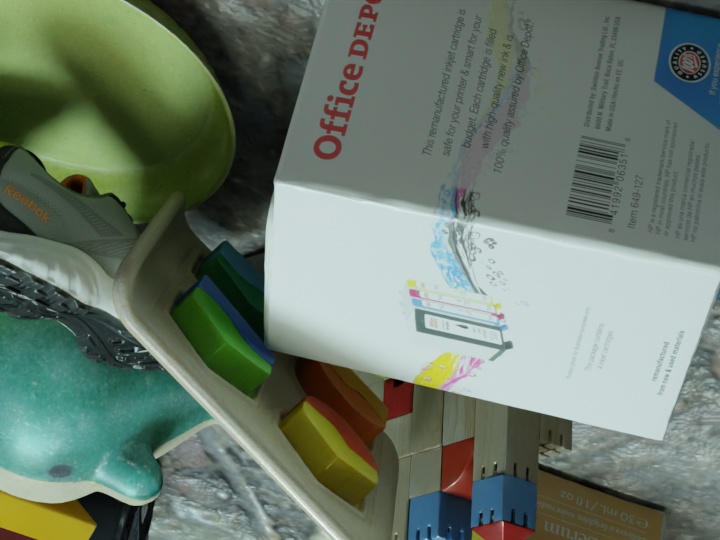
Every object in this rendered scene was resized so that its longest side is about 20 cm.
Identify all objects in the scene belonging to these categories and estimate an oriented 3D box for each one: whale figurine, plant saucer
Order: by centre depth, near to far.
[{"bbox_3d":[-0.156,-0.097,1.092,0.199,0.031,0.200,11,146,8],"label":"plant saucer"},{"bbox_3d":[-0.136,0.055,1.196,0.199,0.160,0.104,-2,139,-22],"label":"whale figurine"}]

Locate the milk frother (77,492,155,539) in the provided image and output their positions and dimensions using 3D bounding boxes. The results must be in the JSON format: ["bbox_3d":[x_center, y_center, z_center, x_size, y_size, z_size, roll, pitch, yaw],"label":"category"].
[{"bbox_3d":[-0.247,0.205,1.381,0.187,0.200,0.181,12,124,5],"label":"milk frother"}]

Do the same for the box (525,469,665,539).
[{"bbox_3d":[0.088,0.231,1.303,0.152,0.201,0.106,19,145,-7],"label":"box"}]

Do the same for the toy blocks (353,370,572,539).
[{"bbox_3d":[0.046,0.102,1.179,0.100,0.137,0.200,21,152,-36],"label":"toy blocks"}]

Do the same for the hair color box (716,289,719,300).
[{"bbox_3d":[0.203,-0.076,0.923,0.060,0.100,0.200,11,145,4],"label":"hair color box"}]

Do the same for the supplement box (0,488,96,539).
[{"bbox_3d":[-0.298,0.173,1.218,0.197,0.201,0.133,26,-172,-38],"label":"supplement box"}]

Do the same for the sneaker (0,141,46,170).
[{"bbox_3d":[-0.231,-0.016,1.160,0.200,0.090,0.078,-31,87,34],"label":"sneaker"}]

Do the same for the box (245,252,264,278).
[{"bbox_3d":[0.000,0.000,1.158,0.199,0.042,0.039,-18,134,37],"label":"box"}]

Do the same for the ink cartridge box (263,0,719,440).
[{"bbox_3d":[0.067,-0.036,0.990,0.199,0.148,0.145,13,145,4],"label":"ink cartridge box"}]

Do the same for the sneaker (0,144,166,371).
[{"bbox_3d":[-0.127,0.001,1.091,0.074,0.080,0.200,-6,155,33],"label":"sneaker"}]

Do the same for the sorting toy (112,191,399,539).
[{"bbox_3d":[-0.040,0.054,1.051,0.036,0.185,0.200,-37,99,10],"label":"sorting toy"}]
